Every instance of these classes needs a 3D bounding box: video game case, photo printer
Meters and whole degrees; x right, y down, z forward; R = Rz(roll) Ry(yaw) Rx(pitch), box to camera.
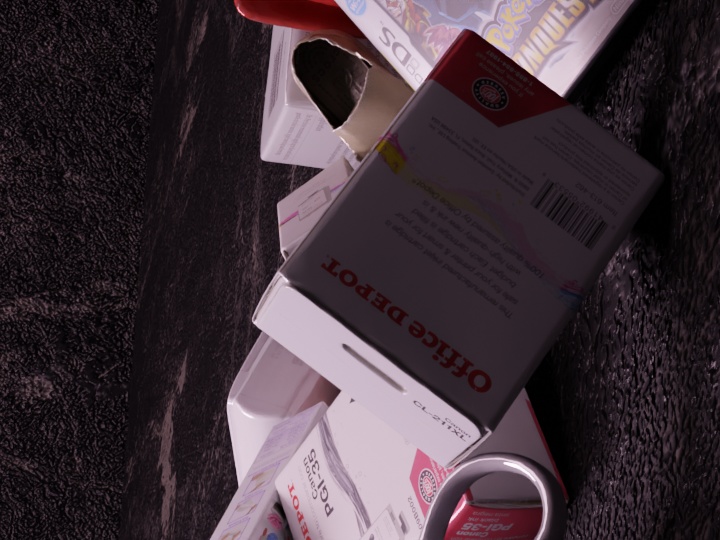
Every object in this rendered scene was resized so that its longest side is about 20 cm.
[{"bbox_3d":[0.080,-0.180,1.279,0.181,0.025,0.200,50,136,13],"label":"video game case"},{"bbox_3d":[-0.046,0.122,1.701,0.200,0.069,0.167,86,-154,-47],"label":"photo printer"}]

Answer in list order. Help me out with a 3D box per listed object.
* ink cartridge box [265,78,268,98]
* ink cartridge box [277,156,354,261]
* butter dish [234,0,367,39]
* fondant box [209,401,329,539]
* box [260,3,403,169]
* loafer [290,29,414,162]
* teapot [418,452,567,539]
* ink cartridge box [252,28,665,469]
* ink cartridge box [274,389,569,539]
[{"bbox_3d":[-0.029,-0.207,1.960,0.200,0.085,0.148,-119,39,-71],"label":"ink cartridge box"},{"bbox_3d":[0.000,0.000,1.451,0.117,0.067,0.200,54,-174,-14],"label":"ink cartridge box"},{"bbox_3d":[0.014,-0.272,1.520,0.148,0.199,0.200,-129,47,-81],"label":"butter dish"},{"bbox_3d":[-0.034,0.212,1.460,0.058,0.144,0.200,-28,20,33],"label":"fondant box"},{"bbox_3d":[-0.002,-0.198,1.698,0.199,0.130,0.201,132,144,-77],"label":"box"},{"bbox_3d":[0.016,-0.110,1.519,0.076,0.200,0.068,-58,-24,15],"label":"loafer"},{"bbox_3d":[0.083,0.228,1.087,0.146,0.200,0.197,-32,12,27],"label":"teapot"},{"bbox_3d":[0.055,-0.013,1.158,0.200,0.146,0.083,-53,0,-26],"label":"ink cartridge box"},{"bbox_3d":[0.035,0.145,1.340,0.200,0.083,0.147,-55,45,42],"label":"ink cartridge box"}]
